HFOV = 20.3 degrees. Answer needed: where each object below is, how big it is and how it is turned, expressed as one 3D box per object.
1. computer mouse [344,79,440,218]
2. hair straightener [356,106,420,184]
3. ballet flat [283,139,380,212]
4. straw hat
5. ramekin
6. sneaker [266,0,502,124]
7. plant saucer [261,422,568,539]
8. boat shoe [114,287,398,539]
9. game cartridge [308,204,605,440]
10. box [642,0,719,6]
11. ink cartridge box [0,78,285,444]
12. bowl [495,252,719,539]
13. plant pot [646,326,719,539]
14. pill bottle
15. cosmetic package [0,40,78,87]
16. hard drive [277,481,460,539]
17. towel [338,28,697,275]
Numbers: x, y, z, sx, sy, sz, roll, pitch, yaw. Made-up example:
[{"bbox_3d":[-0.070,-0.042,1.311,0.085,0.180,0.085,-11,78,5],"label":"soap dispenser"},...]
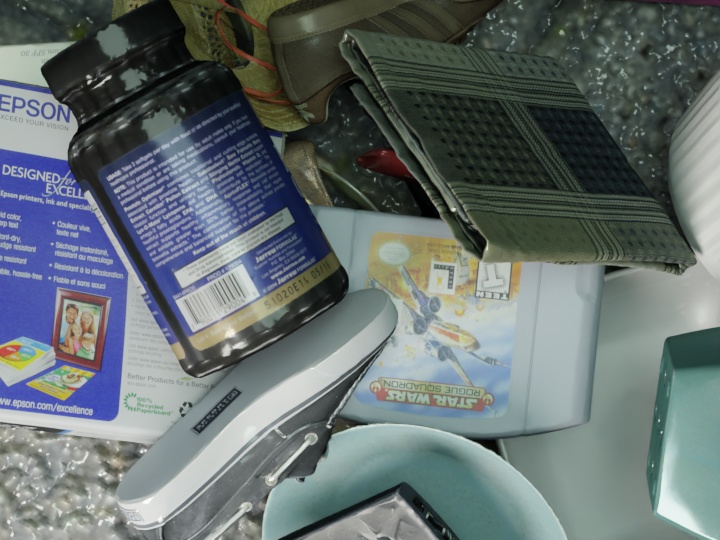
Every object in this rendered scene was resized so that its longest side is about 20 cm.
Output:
[{"bbox_3d":[0.041,-0.092,1.325,0.058,0.034,0.201,-31,86,-8],"label":"computer mouse"},{"bbox_3d":[0.090,-0.083,1.298,0.199,0.041,0.078,13,72,-25],"label":"hair straightener"},{"bbox_3d":[0.000,0.000,1.294,0.067,0.068,0.201,-33,88,-17],"label":"ballet flat"},{"bbox_3d":[-0.114,-0.161,1.288,0.085,0.201,0.202,-28,85,32],"label":"straw hat"},{"bbox_3d":[0.284,-0.054,1.279,0.201,0.094,0.204,20,51,-26],"label":"ramekin"},{"bbox_3d":[0.025,-0.153,1.305,0.199,0.070,0.076,-21,108,-32],"label":"sneaker"},{"bbox_3d":[0.039,0.172,1.247,0.199,0.039,0.202,8,120,14],"label":"plant saucer"},{"bbox_3d":[-0.049,0.093,1.185,0.200,0.072,0.068,-42,116,-10],"label":"boat shoe"},{"bbox_3d":[0.047,0.035,1.237,0.198,0.042,0.134,6,80,0],"label":"game cartridge"},{"bbox_3d":[0.228,-0.285,1.338,0.174,0.097,0.202,4,81,-6],"label":"box"},{"bbox_3d":[-0.146,0.001,1.216,0.196,0.047,0.202,9,75,-25],"label":"ink cartridge box"},{"bbox_3d":[0.182,0.102,1.293,0.199,0.075,0.201,-17,84,-7],"label":"bowl"},{"bbox_3d":[0.273,0.104,1.186,0.198,0.141,0.143,6,101,4],"label":"plant pot"},{"bbox_3d":[-0.099,-0.049,1.162,0.111,0.112,0.201,-30,95,-9],"label":"pill bottle"},{"bbox_3d":[-0.199,-0.039,1.273,0.104,0.071,0.202,-5,83,-8],"label":"cosmetic package"},{"bbox_3d":[0.034,0.227,1.229,0.134,0.042,0.201,-28,105,27],"label":"hard drive"},{"bbox_3d":[0.092,-0.068,1.229,0.199,0.035,0.193,3,45,-42],"label":"towel"}]
